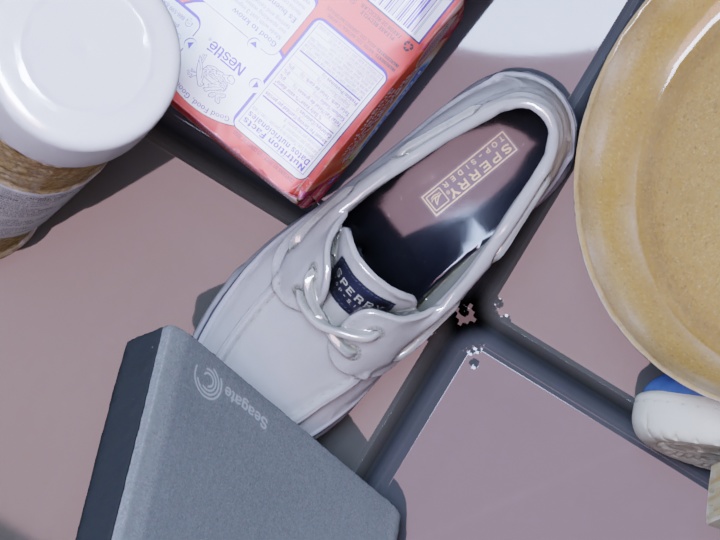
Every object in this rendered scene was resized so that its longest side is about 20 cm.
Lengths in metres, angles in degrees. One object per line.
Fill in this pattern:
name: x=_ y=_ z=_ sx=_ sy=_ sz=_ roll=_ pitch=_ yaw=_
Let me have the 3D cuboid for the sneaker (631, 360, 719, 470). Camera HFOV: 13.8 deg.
sneaker: x=0.200 y=0.019 z=1.100 sx=0.199 sy=0.077 sz=0.112 roll=-2 pitch=74 yaw=25

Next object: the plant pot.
plant pot: x=0.173 y=-0.041 z=1.076 sx=0.199 sy=0.027 sz=0.201 roll=-10 pitch=68 yaw=26

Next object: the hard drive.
hard drive: x=-0.051 y=0.138 z=1.061 sx=0.033 sy=0.201 sz=0.140 roll=-20 pitch=133 yaw=34

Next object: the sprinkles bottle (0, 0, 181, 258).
sprinkles bottle: x=-0.122 y=-0.053 z=1.060 sx=0.068 sy=0.200 sz=0.069 roll=4 pitch=77 yaw=-19

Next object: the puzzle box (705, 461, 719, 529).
puzzle box: x=0.232 y=0.072 z=1.028 sx=0.133 sy=0.200 sz=0.026 roll=22 pitch=61 yaw=-25

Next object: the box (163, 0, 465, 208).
box: x=-0.066 y=-0.123 z=1.096 sx=0.200 sy=0.095 sz=0.100 roll=39 pitch=90 yaw=1

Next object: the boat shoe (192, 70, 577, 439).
boat shoe: x=0.000 y=0.000 z=1.120 sx=0.074 sy=0.065 sz=0.200 roll=41 pitch=99 yaw=0
